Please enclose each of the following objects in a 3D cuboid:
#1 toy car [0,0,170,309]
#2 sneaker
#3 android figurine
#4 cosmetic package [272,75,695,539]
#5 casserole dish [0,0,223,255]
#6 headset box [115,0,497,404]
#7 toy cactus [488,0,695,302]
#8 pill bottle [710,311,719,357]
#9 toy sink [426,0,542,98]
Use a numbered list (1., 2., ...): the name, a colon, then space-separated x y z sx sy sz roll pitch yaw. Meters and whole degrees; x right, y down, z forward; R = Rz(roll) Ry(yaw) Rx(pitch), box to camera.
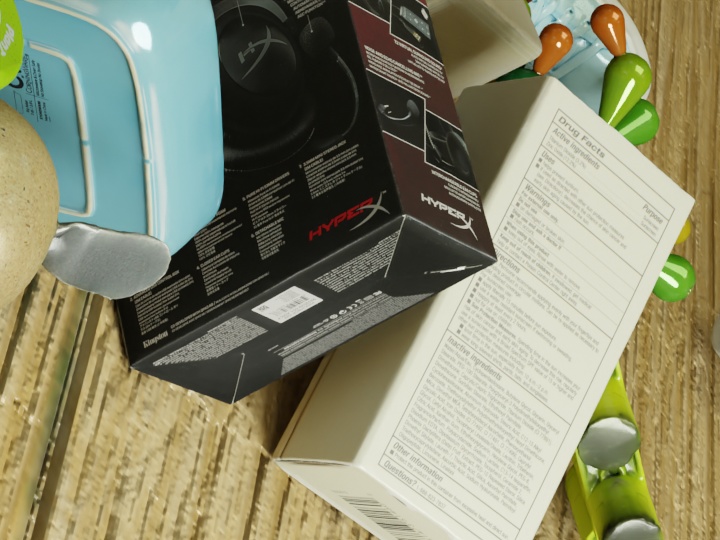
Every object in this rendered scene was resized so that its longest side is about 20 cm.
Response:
1. toy car: -0.156 -0.043 0.978 0.200 0.163 0.159 50 27 -42
2. sneaker: 0.086 -0.153 1.609 0.200 0.074 0.082 45 30 -9
3. android figurine: 0.109 0.056 1.402 0.200 0.041 0.183 -105 179 -57
4. cosmetic package: 0.057 0.025 1.253 0.103 0.073 0.201 38 68 -27
5. casserole dish: -0.114 -0.067 1.060 0.201 0.120 0.039 91 19 -53
6. headset box: -0.041 -0.068 1.204 0.077 0.148 0.201 25 43 -51
7. toy cactus: 0.105 -0.055 1.541 0.165 0.102 0.201 -39 111 -42
8. pill bottle: 0.301 0.091 1.706 0.200 0.111 0.111 50 29 -23
9. toy sink: -0.006 -0.160 1.370 0.131 0.111 0.200 69 13 14
